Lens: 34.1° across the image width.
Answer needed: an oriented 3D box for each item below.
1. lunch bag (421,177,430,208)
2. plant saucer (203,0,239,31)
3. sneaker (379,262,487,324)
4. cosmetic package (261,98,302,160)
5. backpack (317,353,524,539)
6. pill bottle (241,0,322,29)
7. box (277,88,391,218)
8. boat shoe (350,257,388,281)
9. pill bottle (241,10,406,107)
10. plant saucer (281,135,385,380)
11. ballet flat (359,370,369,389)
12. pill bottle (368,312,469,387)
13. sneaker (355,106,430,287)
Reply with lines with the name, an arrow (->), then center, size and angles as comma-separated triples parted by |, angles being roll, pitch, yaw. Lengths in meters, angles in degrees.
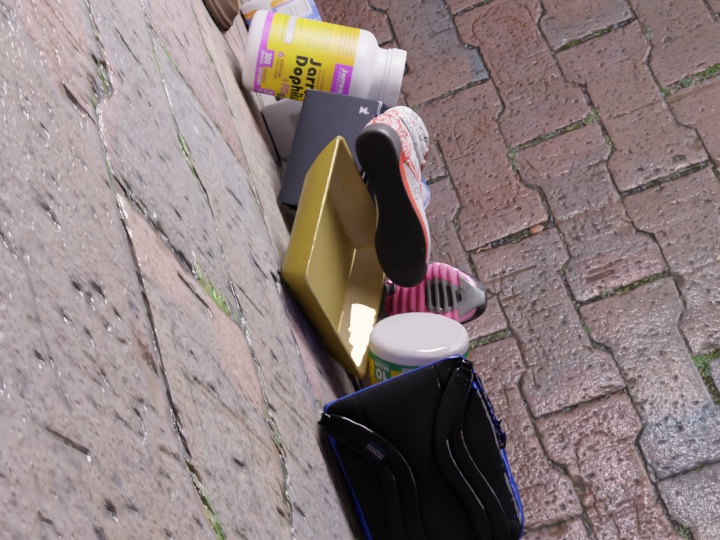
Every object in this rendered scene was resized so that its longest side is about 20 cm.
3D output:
lunch bag -> 0.012, -0.096, 1.676 | 0.160, 0.075, 0.200 | 49, 44, -12
plant saucer -> -0.202, -0.405, 1.504 | 0.200, 0.029, 0.201 | -22, 90, -84
sneaker -> 0.104, 0.037, 1.416 | 0.200, 0.095, 0.079 | -7, -103, 61
cosmetic package -> -0.065, -0.210, 1.677 | 0.200, 0.113, 0.081 | -66, 135, -85
backpack -> 0.070, 0.197, 1.131 | 0.168, 0.162, 0.201 | 55, 13, -83
pill bottle -> -0.100, -0.343, 1.844 | 0.112, 0.112, 0.201 | -94, 162, -74
box -> -0.006, -0.127, 1.479 | 0.200, 0.104, 0.148 | 27, 77, -68
boat shoe -> 0.002, 0.002, 1.489 | 0.072, 0.060, 0.202 | 53, 18, 13
pill bottle -> -0.046, -0.263, 1.495 | 0.104, 0.199, 0.105 | -170, -90, -88
plant saucer -> -0.029, -0.011, 1.295 | 0.200, 0.048, 0.200 | 63, 30, -48
ballet flat -> 0.020, 0.118, 1.463 | 0.068, 0.067, 0.200 | -96, 163, -72
pill bottle -> 0.066, 0.159, 1.329 | 0.113, 0.112, 0.201 | -99, -172, -68
sneaker -> 0.054, -0.090, 1.364 | 0.108, 0.067, 0.202 | -52, 132, -55
